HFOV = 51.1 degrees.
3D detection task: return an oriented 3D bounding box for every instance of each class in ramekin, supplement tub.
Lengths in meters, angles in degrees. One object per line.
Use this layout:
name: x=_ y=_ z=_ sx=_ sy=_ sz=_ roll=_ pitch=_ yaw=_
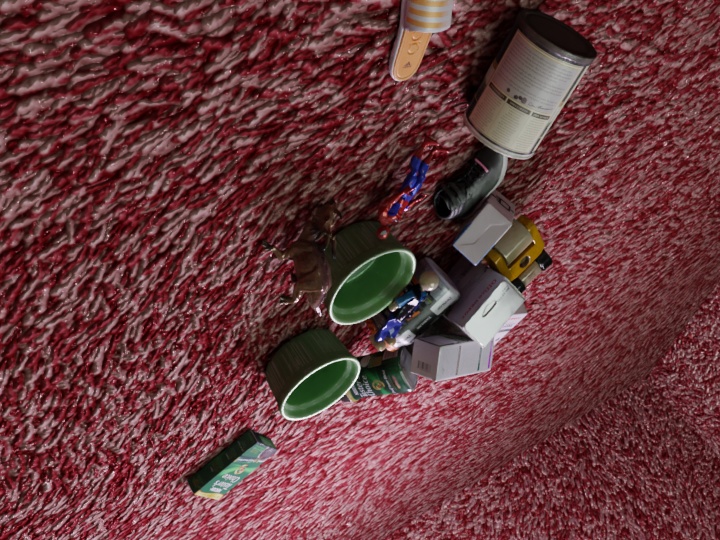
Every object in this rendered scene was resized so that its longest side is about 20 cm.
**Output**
ramekin: x=-0.108 y=0.220 z=1.625 sx=0.198 sy=0.098 sz=0.201 roll=-28 pitch=149 yaw=-18
supplement tub: x=0.113 y=0.078 z=1.662 sx=0.200 sy=0.123 sz=0.122 roll=-44 pitch=150 yaw=10
ramekin: x=0.000 y=0.000 z=1.452 sx=0.198 sy=0.098 sz=0.201 roll=-27 pitch=149 yaw=-18

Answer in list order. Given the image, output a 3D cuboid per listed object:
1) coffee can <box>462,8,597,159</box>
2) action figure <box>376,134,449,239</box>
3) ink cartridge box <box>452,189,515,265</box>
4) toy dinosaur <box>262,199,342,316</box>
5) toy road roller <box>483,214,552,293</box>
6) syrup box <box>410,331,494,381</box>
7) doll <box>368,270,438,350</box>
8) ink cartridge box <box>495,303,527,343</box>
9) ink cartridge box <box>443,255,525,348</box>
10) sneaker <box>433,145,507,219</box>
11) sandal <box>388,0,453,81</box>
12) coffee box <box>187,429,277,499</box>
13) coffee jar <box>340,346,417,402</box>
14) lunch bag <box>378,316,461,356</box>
coffee can: x=0.282 y=-0.313 z=1.277 sx=0.145 sy=0.147 sz=0.201 roll=-9 pitch=140 yaw=-40
action figure: x=0.087 y=-0.143 z=1.364 sx=0.201 sy=0.052 sz=0.065 roll=-56 pitch=152 yaw=10
ink cartridge box: x=0.263 y=-0.100 z=1.584 sx=0.116 sy=0.067 sz=0.200 roll=-51 pitch=-179 yaw=22
toy dinosaur: x=-0.080 y=-0.010 z=1.303 sx=0.134 sy=0.203 sz=0.086 roll=-8 pitch=-168 yaw=27
toy road roller: x=0.331 y=-0.049 z=1.715 sx=0.123 sy=0.146 sz=0.200 roll=-43 pitch=138 yaw=-4
syrup box: x=0.209 y=0.189 z=1.685 sx=0.198 sy=0.078 sz=0.083 roll=-1 pitch=101 yaw=-44
doll: x=0.095 y=0.074 z=1.540 sx=0.136 sy=0.049 sz=0.201 roll=-17 pitch=147 yaw=-52
ink cartridge box: x=0.310 y=0.129 z=1.930 sx=0.143 sy=0.085 sz=0.200 roll=-3 pitch=148 yaw=-29
ink cartridge box: x=0.255 y=0.065 z=1.692 sx=0.084 sy=0.200 sz=0.145 roll=41 pitch=90 yaw=-24
sneaker: x=0.212 y=-0.170 z=1.475 sx=0.098 sy=0.071 sz=0.201 roll=-18 pitch=149 yaw=-39
sandal: x=0.098 y=-0.357 z=1.102 sx=0.078 sy=0.059 sz=0.208 roll=-21 pitch=146 yaw=-28
coffee box: x=-0.308 y=0.474 z=1.828 sx=0.199 sy=0.044 sz=0.123 roll=-39 pitch=151 yaw=0
coffee jar: x=0.026 y=0.242 z=1.742 sx=0.198 sy=0.086 sz=0.105 roll=-14 pitch=123 yaw=26
lunch bag: x=0.158 y=0.177 z=1.835 sx=0.198 sy=0.141 sz=0.168 roll=0 pitch=146 yaw=-44
